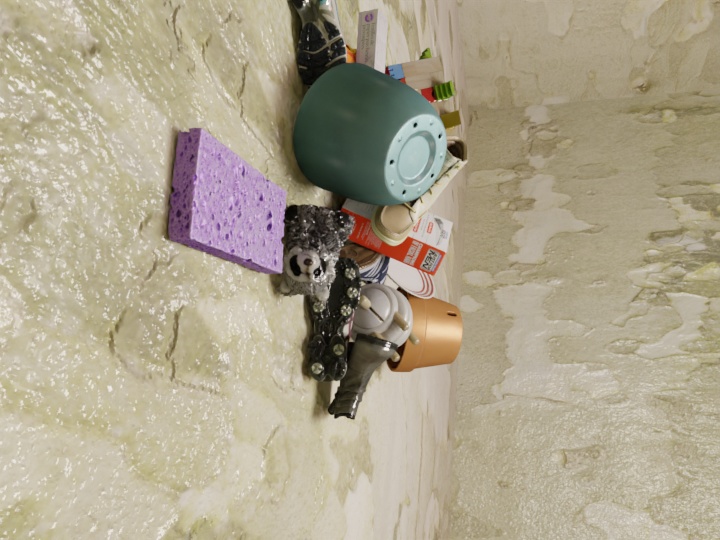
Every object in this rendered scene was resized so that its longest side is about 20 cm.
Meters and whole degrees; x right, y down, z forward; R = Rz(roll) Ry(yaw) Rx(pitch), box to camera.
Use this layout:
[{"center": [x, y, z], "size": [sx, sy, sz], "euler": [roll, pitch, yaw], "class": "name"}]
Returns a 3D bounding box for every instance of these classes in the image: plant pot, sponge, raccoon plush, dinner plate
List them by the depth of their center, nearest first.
[{"center": [-0.140, -0.067, 0.595], "size": [0.200, 0.030, 0.112], "euler": [31, 60, -71], "class": "sponge"}, {"center": [0.029, -0.188, 0.777], "size": [0.200, 0.161, 0.201], "euler": [-25, 131, -33], "class": "plant pot"}, {"center": [-0.055, -0.016, 0.784], "size": [0.200, 0.096, 0.135], "euler": [23, 76, -72], "class": "raccoon plush"}, {"center": [0.089, -0.011, 1.185], "size": [0.200, 0.024, 0.200], "euler": [33, 30, -22], "class": "dinner plate"}, {"center": [0.149, 0.140, 1.226], "size": [0.200, 0.139, 0.201], "euler": [-173, -90, -79], "class": "plant pot"}]

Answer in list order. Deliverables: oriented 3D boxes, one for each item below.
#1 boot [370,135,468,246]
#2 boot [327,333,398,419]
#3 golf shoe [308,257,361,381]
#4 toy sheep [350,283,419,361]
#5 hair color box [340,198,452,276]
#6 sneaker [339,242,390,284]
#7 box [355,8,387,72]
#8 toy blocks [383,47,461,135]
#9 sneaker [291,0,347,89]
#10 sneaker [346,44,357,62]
[{"center": [0.101, -0.138, 0.876], "size": [0.155, 0.072, 0.200], "euler": [-48, -177, 43], "class": "boot"}, {"center": [0.000, 0.179, 0.851], "size": [0.200, 0.067, 0.131], "euler": [131, -24, -69], "class": "boot"}, {"center": [-0.046, 0.077, 0.851], "size": [0.088, 0.077, 0.201], "euler": [98, 2, -86], "class": "golf shoe"}, {"center": [0.034, 0.088, 0.963], "size": [0.200, 0.137, 0.138], "euler": [62, 32, -60], "class": "toy sheep"}, {"center": [0.063, -0.079, 0.970], "size": [0.111, 0.199, 0.064], "euler": [-66, 178, -53], "class": "hair color box"}, {"center": [0.000, 0.000, 0.986], "size": [0.200, 0.070, 0.109], "euler": [-34, 148, -50], "class": "sneaker"}, {"center": [0.016, -0.337, 0.891], "size": [0.041, 0.039, 0.201], "euler": [12, 80, -62], "class": "box"}, {"center": [0.087, -0.288, 0.940], "size": [0.100, 0.136, 0.201], "euler": [-172, -112, -73], "class": "toy blocks"}, {"center": [-0.054, -0.368, 0.804], "size": [0.086, 0.077, 0.201], "euler": [-59, 145, -65], "class": "sneaker"}, {"center": [-0.011, -0.362, 0.952], "size": [0.200, 0.073, 0.077], "euler": [-9, 94, -74], "class": "sneaker"}]
